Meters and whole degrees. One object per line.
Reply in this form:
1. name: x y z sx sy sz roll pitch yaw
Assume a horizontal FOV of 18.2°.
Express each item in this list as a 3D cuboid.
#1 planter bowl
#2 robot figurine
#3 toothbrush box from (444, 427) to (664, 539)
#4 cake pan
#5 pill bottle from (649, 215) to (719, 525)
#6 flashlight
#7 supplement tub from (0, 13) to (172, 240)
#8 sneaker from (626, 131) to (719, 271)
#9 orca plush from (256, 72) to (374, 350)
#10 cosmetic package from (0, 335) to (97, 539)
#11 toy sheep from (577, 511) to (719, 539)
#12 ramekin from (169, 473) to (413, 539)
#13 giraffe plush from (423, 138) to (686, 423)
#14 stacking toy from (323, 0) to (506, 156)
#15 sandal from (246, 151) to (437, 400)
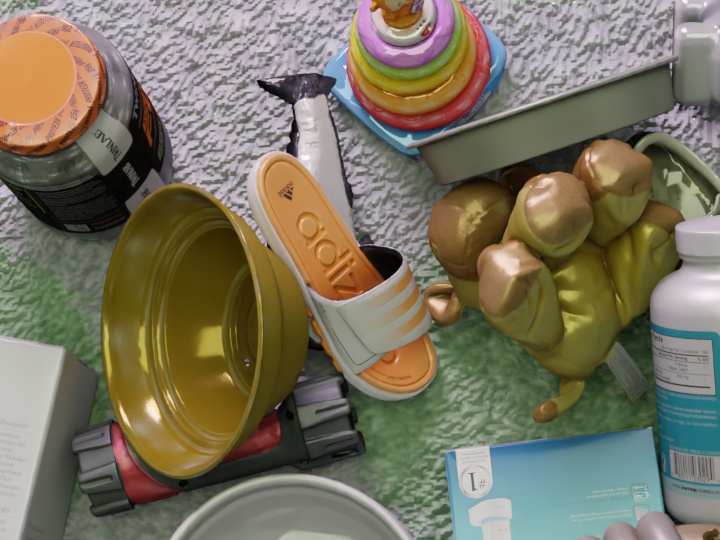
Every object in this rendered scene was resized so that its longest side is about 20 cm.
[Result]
1. planter bowl: -0.093 0.042 1.549 0.083 0.200 0.201 2 70 -38
2. robot figurine: 0.322 -0.157 1.599 0.199 0.113 0.170 2 42 8
3. toothbrush box: 0.141 0.219 1.539 0.146 0.085 0.201 -8 74 4
4. cake pan: 0.131 -0.103 1.574 0.200 0.200 0.037 -18 93 2
5. pill bottle: 0.252 0.066 1.511 0.110 0.111 0.201 -4 100 6
6. flashlight: -0.102 0.120 1.606 0.199 0.068 0.068 -16 66 3
7. supplement tub: -0.210 -0.103 1.607 0.122 0.200 0.123 -2 76 6
8. sneaker: 0.243 -0.015 1.583 0.067 0.090 0.200 -31 74 -4
9. orca plush: -0.054 -0.040 1.638 0.071 0.105 0.201 -10 94 42
10. cosmetic package: -0.251 0.154 1.598 0.074 0.102 0.201 8 76 9
11. toy sheep: 0.170 0.229 1.427 0.200 0.138 0.138 -33 74 2
12. ramekin: -0.042 0.245 1.545 0.200 0.105 0.201 -2 76 6
13. giraffe plush: 0.117 -0.010 1.566 0.172 0.200 0.162 -35 43 -21
14. stacking toy: 0.033 -0.172 1.594 0.110 0.200 0.116 41 83 15
15. sandal: -0.005 0.005 1.576 0.079 0.059 0.207 -47 110 -34
